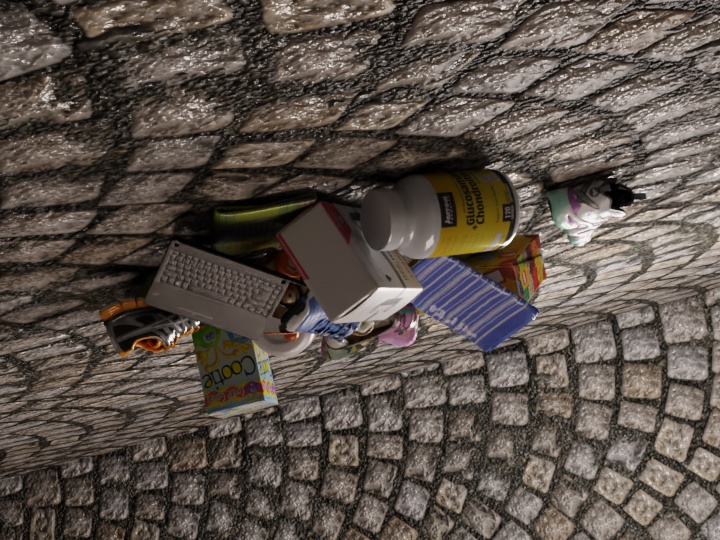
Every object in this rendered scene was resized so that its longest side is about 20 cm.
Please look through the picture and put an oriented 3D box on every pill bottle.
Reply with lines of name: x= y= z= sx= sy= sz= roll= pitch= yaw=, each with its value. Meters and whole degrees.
pill bottle: x=0.105 y=-0.075 z=1.528 sx=0.199 sy=0.113 sz=0.112 roll=-7 pitch=167 yaw=-30
pill bottle: x=-0.102 y=0.059 z=1.838 sx=0.112 sy=0.113 sz=0.200 roll=-17 pitch=-171 yaw=18

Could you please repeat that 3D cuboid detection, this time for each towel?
towel: x=0.158 y=0.049 z=1.761 sx=0.200 sy=0.024 sz=0.145 roll=30 pitch=141 yaw=-15
towel: x=-0.133 y=-0.061 z=1.549 sx=0.143 sy=0.023 sz=0.200 roll=-11 pitch=167 yaw=-9

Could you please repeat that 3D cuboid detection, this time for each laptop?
laptop: x=-0.185 y=0.032 z=1.542 sx=0.177 sy=0.104 sz=0.200 roll=20 pitch=126 yaw=-16

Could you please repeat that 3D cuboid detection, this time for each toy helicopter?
toy helicopter: x=-0.070 y=0.056 z=1.700 sx=0.199 sy=0.133 sz=0.079 roll=24 pitch=164 yaw=-22

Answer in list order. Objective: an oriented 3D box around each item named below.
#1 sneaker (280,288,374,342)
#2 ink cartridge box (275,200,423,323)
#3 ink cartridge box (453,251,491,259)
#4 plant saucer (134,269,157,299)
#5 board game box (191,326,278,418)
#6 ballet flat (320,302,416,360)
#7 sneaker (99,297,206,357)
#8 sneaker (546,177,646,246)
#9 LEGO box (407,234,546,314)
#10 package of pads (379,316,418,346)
sneaker: x=-0.039 y=0.058 z=1.589 sx=0.076 sy=0.077 sz=0.200 roll=-44 pitch=167 yaw=25
ink cartridge box: x=-0.010 y=-0.009 z=1.549 sx=0.085 sy=0.146 sz=0.200 roll=-37 pitch=168 yaw=14
ink cartridge box: x=0.161 y=-0.070 z=1.721 sx=0.116 sy=0.068 sz=0.200 roll=-13 pitch=169 yaw=-3
plant saucer: x=-0.261 y=0.032 z=1.772 sx=0.199 sy=0.048 sz=0.200 roll=-8 pitch=168 yaw=-23
board game box: x=-0.219 y=0.139 z=1.947 sx=0.104 sy=0.201 sz=0.103 roll=-15 pitch=168 yaw=5
ballet flat: x=-0.004 y=0.089 z=1.801 sx=0.199 sy=0.069 sz=0.071 roll=-21 pitch=155 yaw=36
sneaker: x=-0.284 y=0.080 z=1.669 sx=0.199 sy=0.078 sz=0.078 roll=-6 pitch=164 yaw=-38
sneaker: x=0.387 y=-0.098 z=1.819 sx=0.139 sy=0.078 sz=0.200 roll=-17 pitch=168 yaw=19
LEGO box: x=0.183 y=0.007 z=1.853 sx=0.199 sy=0.078 sz=0.149 roll=-4 pitch=-161 yaw=28
package of pads: x=0.008 y=0.085 z=2.081 sx=0.199 sy=0.076 sz=0.121 roll=12 pitch=172 yaw=3
